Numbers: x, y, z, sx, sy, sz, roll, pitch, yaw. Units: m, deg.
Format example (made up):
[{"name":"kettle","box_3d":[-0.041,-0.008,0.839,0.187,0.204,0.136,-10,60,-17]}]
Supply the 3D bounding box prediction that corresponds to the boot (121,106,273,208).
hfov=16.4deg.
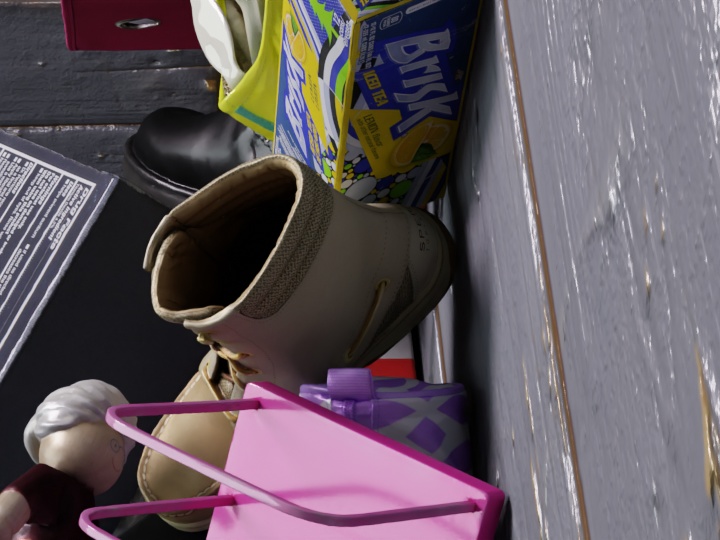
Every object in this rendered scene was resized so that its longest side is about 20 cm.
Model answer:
[{"name":"boot","box_3d":[-0.049,-0.100,1.391,0.211,0.079,0.158,25,109,47]}]

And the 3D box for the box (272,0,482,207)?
[{"name":"box","box_3d":[0.005,-0.094,1.158,0.064,0.070,0.200,59,162,22]}]

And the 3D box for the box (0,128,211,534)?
[{"name":"box","box_3d":[-0.192,0.038,1.414,0.198,0.123,0.200,23,82,53]}]

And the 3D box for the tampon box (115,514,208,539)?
[{"name":"tampon box","box_3d":[-0.106,0.217,1.263,0.150,0.200,0.126,50,154,4]}]

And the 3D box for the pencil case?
[{"name":"pencil case","box_3d":[0.010,0.144,1.138,0.085,0.084,0.200,3,-96,-60]}]

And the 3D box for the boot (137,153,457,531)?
[{"name":"boot","box_3d":[-0.060,0.035,1.160,0.073,0.200,0.155,52,-165,26]}]

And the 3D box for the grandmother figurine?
[{"name":"grandmother figurine","box_3d":[-0.143,0.139,1.151,0.121,0.061,0.200,89,-170,-54]}]

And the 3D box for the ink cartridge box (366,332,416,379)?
[{"name":"ink cartridge box","box_3d":[-0.007,0.059,1.433,0.116,0.067,0.200,93,174,-48]}]

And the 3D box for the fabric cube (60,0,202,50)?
[{"name":"fabric cube","box_3d":[-0.084,-0.246,1.536,0.196,0.199,0.200,131,138,-82]}]

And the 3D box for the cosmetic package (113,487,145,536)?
[{"name":"cosmetic package","box_3d":[-0.113,0.067,1.450,0.083,0.051,0.200,-11,56,48]}]

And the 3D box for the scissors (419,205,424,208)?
[{"name":"scissors","box_3d":[0.000,0.000,1.295,0.073,0.014,0.200,20,107,37]}]

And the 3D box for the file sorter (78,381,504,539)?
[{"name":"file sorter","box_3d":[-0.053,0.165,1.053,0.125,0.139,0.200,1,-73,-53]}]

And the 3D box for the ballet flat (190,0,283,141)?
[{"name":"ballet flat","box_3d":[-0.060,-0.153,1.294,0.067,0.067,0.200,-47,43,43]}]
